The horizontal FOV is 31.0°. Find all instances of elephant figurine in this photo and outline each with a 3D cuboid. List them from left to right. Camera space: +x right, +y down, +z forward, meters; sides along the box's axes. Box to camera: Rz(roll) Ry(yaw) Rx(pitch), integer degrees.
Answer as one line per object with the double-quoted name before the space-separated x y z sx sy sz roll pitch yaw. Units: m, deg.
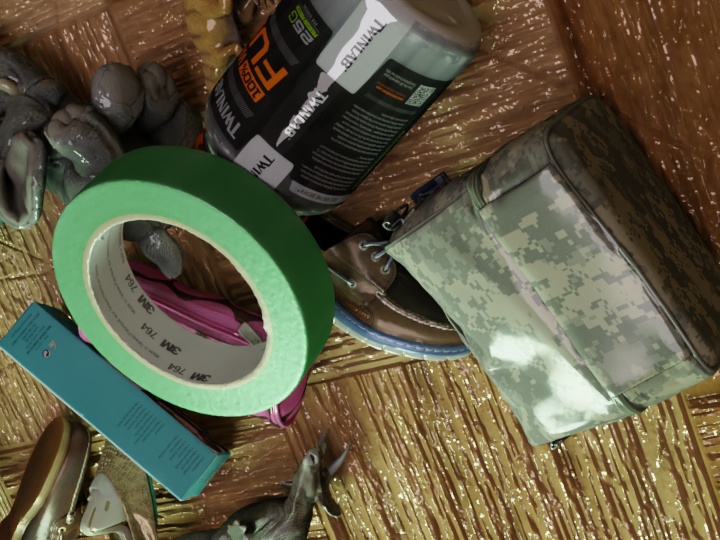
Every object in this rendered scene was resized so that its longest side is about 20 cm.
"elephant figurine" -0.228 -0.096 1.006 0.199 0.156 0.141 2 155 35

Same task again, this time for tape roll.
"tape roll" -0.117 0.011 0.901 0.200 0.048 0.201 15 131 19

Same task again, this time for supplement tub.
"supplement tub" -0.023 -0.123 0.877 0.123 0.123 0.200 44 118 3

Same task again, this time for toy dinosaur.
"toy dinosaur" -0.106 -0.199 0.928 0.106 0.060 0.201 -5 108 28
"toy dinosaur" -0.083 0.219 1.076 0.077 0.102 0.200 54 131 5

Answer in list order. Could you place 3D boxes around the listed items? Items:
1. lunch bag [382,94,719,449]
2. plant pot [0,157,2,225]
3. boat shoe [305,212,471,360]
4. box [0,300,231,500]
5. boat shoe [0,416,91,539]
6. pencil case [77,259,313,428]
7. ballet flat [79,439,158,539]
"lunch bag" 0.127 0.006 0.857 0.168 0.139 0.200 -35 93 31
"plant pot" -0.375 -0.069 1.036 0.161 0.201 0.201 -34 94 24
"boat shoe" 0.000 0.000 0.953 0.199 0.072 0.073 24 118 15
"box" -0.203 0.109 1.082 0.200 0.082 0.049 39 86 6
"boat shoe" -0.283 0.220 1.186 0.070 0.070 0.200 18 116 -25
"pencil case" -0.131 0.048 1.025 0.199 0.094 0.091 19 80 15
"ballet flat" -0.203 0.234 1.113 0.070 0.065 0.201 -34 71 53
